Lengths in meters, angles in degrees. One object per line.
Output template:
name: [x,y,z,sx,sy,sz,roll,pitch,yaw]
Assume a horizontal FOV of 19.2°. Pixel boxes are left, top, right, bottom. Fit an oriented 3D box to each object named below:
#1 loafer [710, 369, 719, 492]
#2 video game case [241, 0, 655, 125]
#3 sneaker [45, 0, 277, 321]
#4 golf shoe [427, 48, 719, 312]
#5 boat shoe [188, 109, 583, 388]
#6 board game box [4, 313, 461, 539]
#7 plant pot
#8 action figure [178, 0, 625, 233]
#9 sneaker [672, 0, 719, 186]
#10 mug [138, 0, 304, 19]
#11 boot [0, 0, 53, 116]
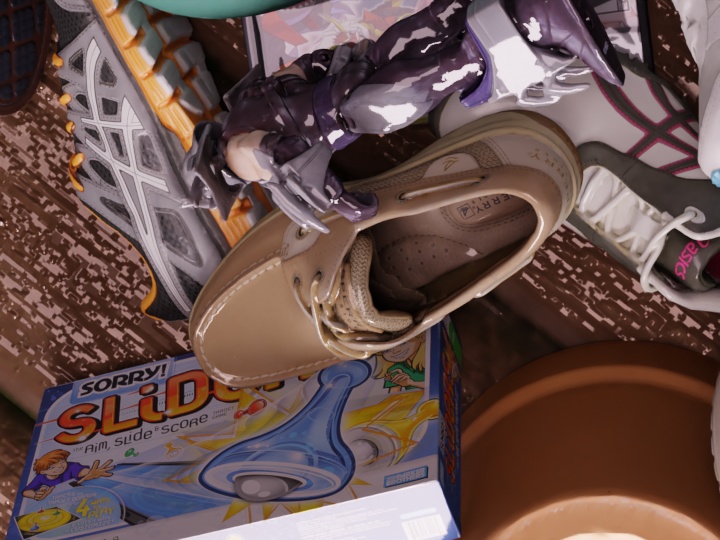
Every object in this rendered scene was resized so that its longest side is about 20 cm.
loafer: [0.194,0.114,0.831,0.068,0.076,0.201,-26,67,33]
video game case: [0.030,-0.166,0.939,0.180,0.026,0.201,-6,99,11]
sneaker: [-0.102,-0.065,0.956,0.077,0.078,0.200,-26,95,18]
golf shoe: [0.122,-0.035,0.899,0.199,0.088,0.077,21,119,0]
boat shoe: [0.000,0.000,0.887,0.200,0.065,0.071,-32,106,28]
board game box: [-0.054,0.083,0.942,0.199,0.136,0.035,-14,123,12]
plant pot: [0.112,0.141,0.920,0.199,0.140,0.201,2,99,10]
action figure: [0.005,-0.071,0.865,0.200,0.130,0.069,-27,120,23]
sneaker: [0.154,-0.130,0.883,0.080,0.077,0.201,6,76,12]
mug: [-0.044,-0.186,0.877,0.184,0.114,0.153,-20,95,13]
boot: [-0.203,-0.170,0.972,0.097,0.075,0.201,6,114,35]
